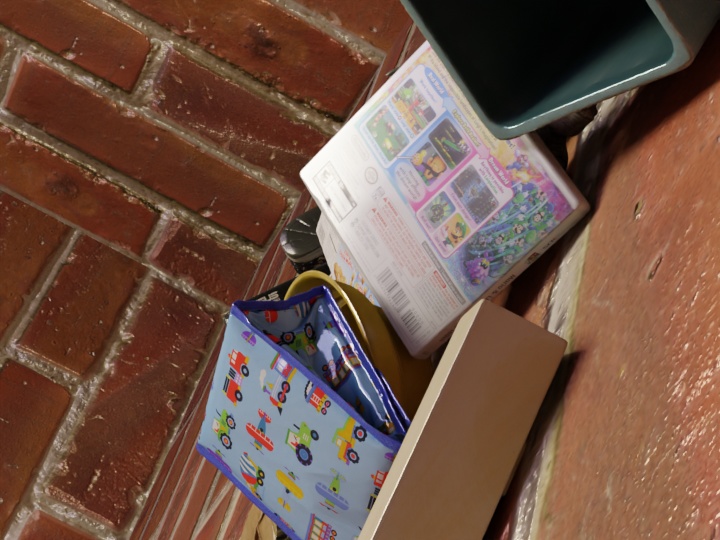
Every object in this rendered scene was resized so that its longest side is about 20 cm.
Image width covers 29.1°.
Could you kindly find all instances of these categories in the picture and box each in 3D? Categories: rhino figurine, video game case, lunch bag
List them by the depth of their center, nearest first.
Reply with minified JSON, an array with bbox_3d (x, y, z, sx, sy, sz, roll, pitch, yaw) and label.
[{"bbox_3d":[-0.028,0.134,1.049,0.200,0.094,0.151,47,134,37],"label":"lunch bag"},{"bbox_3d":[0.059,-0.063,1.089,0.182,0.200,0.024,-44,-29,22],"label":"video game case"},{"bbox_3d":[0.135,-0.088,1.114,0.200,0.060,0.088,-55,14,33],"label":"rhino figurine"}]

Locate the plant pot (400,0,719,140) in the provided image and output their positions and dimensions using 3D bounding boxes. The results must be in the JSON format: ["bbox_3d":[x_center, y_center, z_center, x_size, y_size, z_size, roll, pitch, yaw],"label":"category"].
[{"bbox_3d":[0.158,-0.247,0.988,0.196,0.196,0.200,-19,22,52],"label":"plant pot"}]

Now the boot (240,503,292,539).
[{"bbox_3d":[-0.061,0.268,1.188,0.200,0.066,0.175,106,156,-47],"label":"boot"}]

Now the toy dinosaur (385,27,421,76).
[{"bbox_3d":[0.088,-0.184,1.201,0.200,0.077,0.103,-12,76,35],"label":"toy dinosaur"}]

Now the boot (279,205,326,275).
[{"bbox_3d":[0.010,-0.030,1.668,0.203,0.074,0.154,-26,-38,-9],"label":"boot"}]

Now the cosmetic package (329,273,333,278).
[{"bbox_3d":[-0.012,0.079,1.394,0.200,0.103,0.087,-60,7,2],"label":"cosmetic package"}]

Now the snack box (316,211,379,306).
[{"bbox_3d":[0.000,0.000,1.281,0.200,0.024,0.072,-111,32,-45],"label":"snack box"}]

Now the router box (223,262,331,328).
[{"bbox_3d":[-0.043,0.030,1.519,0.200,0.062,0.150,-25,-3,-16],"label":"router box"}]

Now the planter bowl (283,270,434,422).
[{"bbox_3d":[0.006,0.095,1.148,0.200,0.083,0.201,28,122,59],"label":"planter bowl"}]

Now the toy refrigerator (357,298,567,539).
[{"bbox_3d":[0.061,0.127,0.889,0.200,0.070,0.076,-63,1,-15],"label":"toy refrigerator"}]
